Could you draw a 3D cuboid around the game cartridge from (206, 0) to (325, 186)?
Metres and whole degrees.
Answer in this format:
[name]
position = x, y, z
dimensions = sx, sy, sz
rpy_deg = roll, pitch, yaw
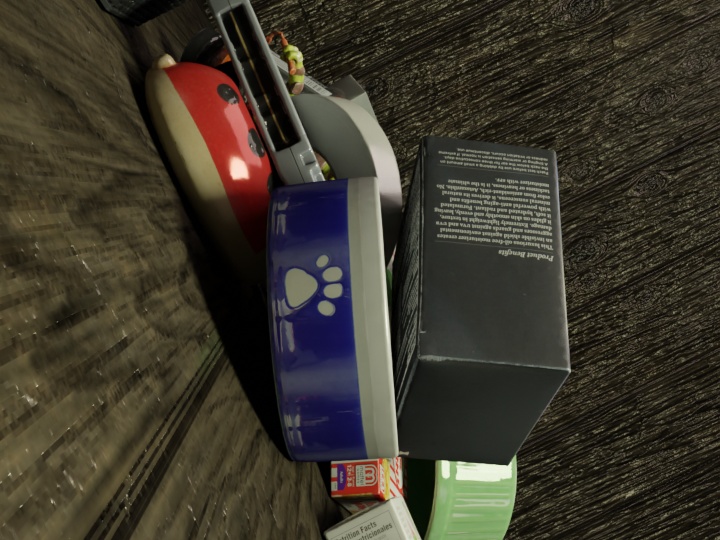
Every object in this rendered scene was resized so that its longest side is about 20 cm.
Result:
[game cartridge]
position = -0.076, -0.143, 0.769
dimensions = 0.133, 0.040, 0.204
rpy_deg = 49, 18, -80

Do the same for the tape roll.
[tape roll]
position = -0.045, -0.063, 0.854
dimensions = 0.037, 0.202, 0.206
rpy_deg = -4, 62, -48

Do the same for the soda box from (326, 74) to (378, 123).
[soda box]
position = -0.076, -0.163, 1.129
dimensions = 0.069, 0.197, 0.064
rpy_deg = 64, -5, -38

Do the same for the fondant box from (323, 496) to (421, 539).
[fondant box]
position = 0.045, 0.275, 0.666
dimensions = 0.144, 0.057, 0.203
rpy_deg = 67, 0, -76

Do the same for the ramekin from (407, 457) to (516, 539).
[ramekin]
position = 0.090, 0.217, 0.970
dimensions = 0.200, 0.095, 0.205
rpy_deg = -174, -90, -74

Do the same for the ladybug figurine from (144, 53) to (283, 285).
[ladybug figurine]
position = -0.108, -0.084, 0.724
dimensions = 0.136, 0.071, 0.203
rpy_deg = -115, 180, -59

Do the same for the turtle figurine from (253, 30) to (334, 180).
[turtle figurine]
position = -0.067, -0.132, 0.938
dimensions = 0.160, 0.204, 0.064
rpy_deg = 32, 24, 36

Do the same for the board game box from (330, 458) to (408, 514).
[board game box]
position = 0.010, 0.156, 0.860
dimensions = 0.201, 0.045, 0.155
rpy_deg = 66, 21, -65

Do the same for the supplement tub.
[supplement tub]
position = -0.115, -0.199, 1.040
dimensions = 0.198, 0.108, 0.107
rpy_deg = 34, -6, 9

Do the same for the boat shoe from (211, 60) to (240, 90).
[boat shoe]
position = -0.140, -0.154, 0.868
dimensions = 0.200, 0.074, 0.075
rpy_deg = -112, 180, -78

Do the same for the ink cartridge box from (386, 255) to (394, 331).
[ink cartridge box]
position = 0.000, 0.000, 0.994
dimensions = 0.146, 0.082, 0.203
rpy_deg = 65, 12, -55

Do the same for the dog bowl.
[dog bowl]
position = -0.017, 0.036, 0.657
dimensions = 0.200, 0.077, 0.205
rpy_deg = -4, 90, -89

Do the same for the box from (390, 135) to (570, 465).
[box]
position = 0.091, 0.034, 0.755
dimensions = 0.201, 0.120, 0.202
rpy_deg = 100, -4, -59

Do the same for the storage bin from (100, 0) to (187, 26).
[storage bin]
position = -0.193, -0.296, 0.758
dimensions = 0.200, 0.092, 0.138
rpy_deg = -112, 178, -78
